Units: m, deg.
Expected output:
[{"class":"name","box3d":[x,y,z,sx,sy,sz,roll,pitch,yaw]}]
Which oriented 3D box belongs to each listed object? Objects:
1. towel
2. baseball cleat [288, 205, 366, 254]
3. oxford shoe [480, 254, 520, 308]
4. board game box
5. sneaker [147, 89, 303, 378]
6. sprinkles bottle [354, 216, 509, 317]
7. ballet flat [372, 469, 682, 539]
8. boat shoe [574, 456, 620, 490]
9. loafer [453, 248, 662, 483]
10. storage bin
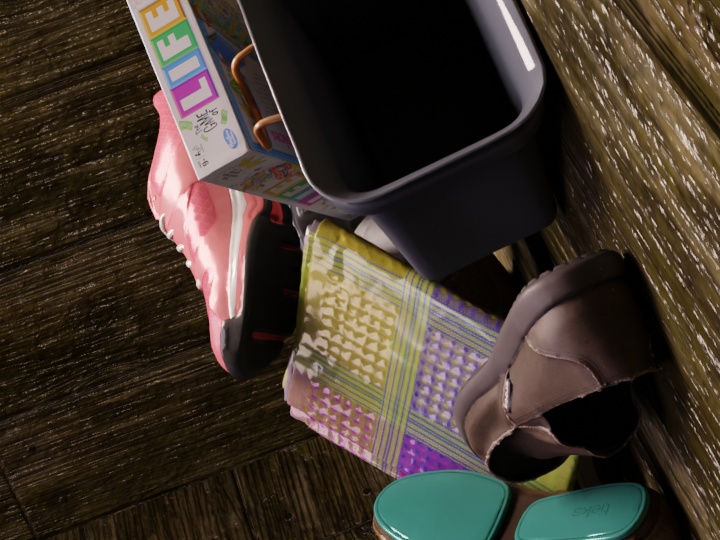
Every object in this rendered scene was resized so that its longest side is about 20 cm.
[{"class":"towel","box3d":[0.040,0.064,1.082,0.199,0.023,0.145,27,129,22]},{"class":"baseball cleat","box3d":[0.000,0.000,1.229,0.201,0.069,0.106,65,169,-9]},{"class":"oxford shoe","box3d":[0.075,0.032,1.317,0.200,0.071,0.072,122,133,-72]},{"class":"board game box","box3d":[-0.057,-0.105,1.072,0.135,0.034,0.200,67,-162,14]},{"class":"sneaker","box3d":[-0.086,-0.030,1.151,0.074,0.086,0.202,26,-122,-60]},{"class":"sprinkles bottle","box3d":[0.066,0.045,1.154,0.201,0.068,0.068,58,-176,-32]},{"class":"ballet flat","box3d":[0.094,0.151,1.038,0.073,0.199,0.068,54,-131,-29]},{"class":"boat shoe","box3d":[0.116,0.135,1.134,0.075,0.074,0.204,-123,14,-76]},{"class":"loafer","box3d":[0.095,0.066,0.932,0.200,0.073,0.071,98,148,-64]},{"class":"storage bin","box3d":[0.018,-0.093,0.986,0.201,0.145,0.134,68,-174,33]}]
